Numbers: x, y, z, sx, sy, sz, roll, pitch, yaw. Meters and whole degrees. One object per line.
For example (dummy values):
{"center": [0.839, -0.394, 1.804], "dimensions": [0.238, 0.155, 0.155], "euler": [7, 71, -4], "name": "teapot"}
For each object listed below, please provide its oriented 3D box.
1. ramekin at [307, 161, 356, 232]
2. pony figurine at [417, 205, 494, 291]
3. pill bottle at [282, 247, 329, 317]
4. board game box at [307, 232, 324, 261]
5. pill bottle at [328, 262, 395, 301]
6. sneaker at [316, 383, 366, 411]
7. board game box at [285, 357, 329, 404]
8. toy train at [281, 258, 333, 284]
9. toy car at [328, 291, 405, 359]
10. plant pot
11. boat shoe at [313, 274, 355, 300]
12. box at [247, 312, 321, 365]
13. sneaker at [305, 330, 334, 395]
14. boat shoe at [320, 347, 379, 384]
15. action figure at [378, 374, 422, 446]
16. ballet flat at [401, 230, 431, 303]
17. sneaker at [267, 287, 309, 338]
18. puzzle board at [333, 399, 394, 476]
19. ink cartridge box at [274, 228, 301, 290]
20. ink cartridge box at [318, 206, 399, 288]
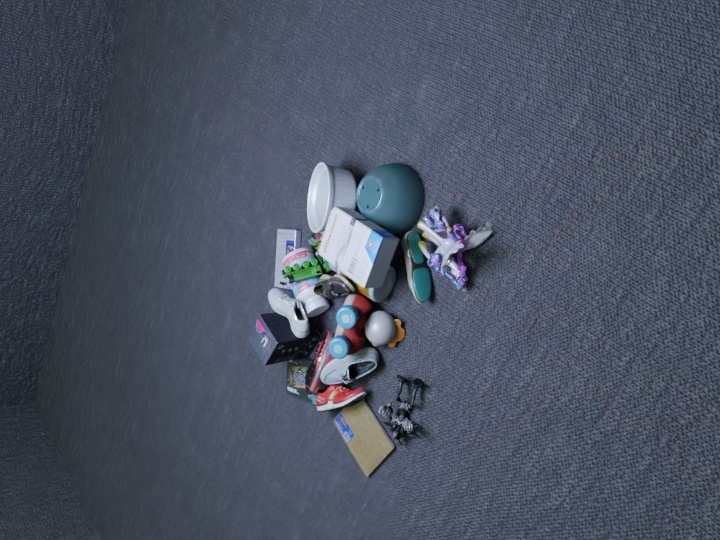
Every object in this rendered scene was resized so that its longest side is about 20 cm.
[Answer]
{"center": [-0.085, -0.211, 1.552], "dimensions": [0.199, 0.095, 0.208], "euler": [-176, 90, -66], "name": "ramekin"}
{"center": [0.232, -0.064, 1.342], "dimensions": [0.202, 0.164, 0.195], "euler": [52, 152, 22], "name": "pony figurine"}
{"center": [-0.172, 0.039, 1.682], "dimensions": [0.108, 0.107, 0.204], "euler": [-36, 69, 33], "name": "pill bottle"}
{"center": [-0.089, -0.126, 1.670], "dimensions": [0.201, 0.023, 0.106], "euler": [-50, 63, 28], "name": "board game box"}
{"center": [0.000, 0.000, 1.538], "dimensions": [0.197, 0.110, 0.114], "euler": [29, 108, 35], "name": "pill bottle"}
{"center": [-0.068, 0.376, 1.595], "dimensions": [0.196, 0.076, 0.088], "euler": [-22, 73, 34], "name": "sneaker"}
{"center": [-0.171, 0.364, 1.732], "dimensions": [0.196, 0.028, 0.140], "euler": [9, 96, 39], "name": "board game box"}
{"center": [-0.150, -0.004, 1.625], "dimensions": [0.042, 0.195, 0.058], "euler": [139, 114, -70], "name": "toy train"}
{"center": [0.029, 0.177, 1.509], "dimensions": [0.194, 0.184, 0.182], "euler": [18, 104, 8], "name": "toy car"}
{"center": [0.063, -0.206, 1.472], "dimensions": [0.196, 0.133, 0.207], "euler": [0, 90, 39], "name": "plant pot"}
{"center": [-0.080, 0.056, 1.544], "dimensions": [0.074, 0.065, 0.199], "euler": [49, 161, -17], "name": "boat shoe"}
{"center": [-0.242, 0.211, 1.681], "dimensions": [0.123, 0.197, 0.107], "euler": [49, 120, 27], "name": "box"}
{"center": [-0.107, 0.297, 1.625], "dimensions": [0.205, 0.085, 0.073], "euler": [-68, 21, -2], "name": "sneaker"}
{"center": [-0.035, 0.294, 1.548], "dimensions": [0.197, 0.072, 0.071], "euler": [-27, 111, 12], "name": "boat shoe"}
{"center": [0.110, 0.399, 1.455], "dimensions": [0.116, 0.101, 0.207], "euler": [14, 98, 26], "name": "action figure"}
{"center": [0.154, -0.007, 1.455], "dimensions": [0.062, 0.065, 0.207], "euler": [152, 113, -64], "name": "ballet flat"}
{"center": [-0.218, 0.111, 1.637], "dimensions": [0.200, 0.074, 0.090], "euler": [45, 142, 25], "name": "sneaker"}
{"center": [0.008, 0.497, 1.592], "dimensions": [0.201, 0.017, 0.152], "euler": [53, 121, 27], "name": "puzzle board"}
{"center": [-0.251, -0.039, 1.794], "dimensions": [0.093, 0.037, 0.207], "euler": [6, 92, 38], "name": "ink cartridge box"}
{"center": [-0.008, -0.066, 1.423], "dimensions": [0.198, 0.083, 0.148], "euler": [35, 113, 35], "name": "ink cartridge box"}
